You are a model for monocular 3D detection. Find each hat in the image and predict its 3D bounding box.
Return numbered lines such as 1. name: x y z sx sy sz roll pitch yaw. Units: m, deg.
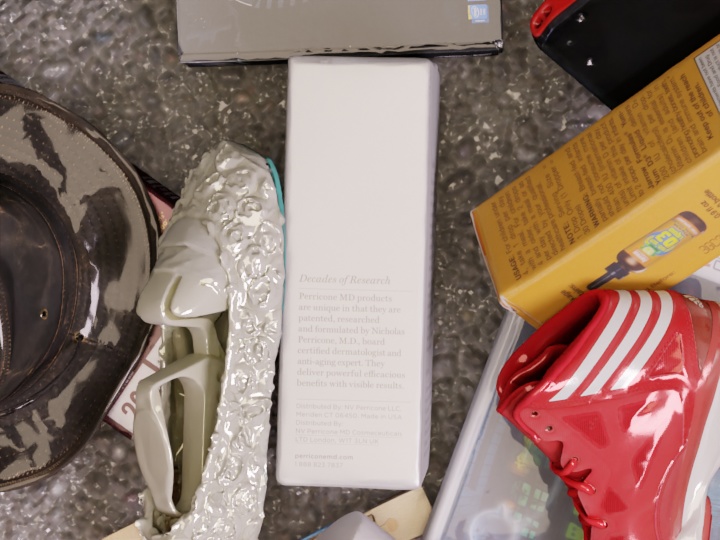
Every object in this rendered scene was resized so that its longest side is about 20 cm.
1. hat: -0.192 0.011 1.244 0.200 0.081 0.201 0 94 6

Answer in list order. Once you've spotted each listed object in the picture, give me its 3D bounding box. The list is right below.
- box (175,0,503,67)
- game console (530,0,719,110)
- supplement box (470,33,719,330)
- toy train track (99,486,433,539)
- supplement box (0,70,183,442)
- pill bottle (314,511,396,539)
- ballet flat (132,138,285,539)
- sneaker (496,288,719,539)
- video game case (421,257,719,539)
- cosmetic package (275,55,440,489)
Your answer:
1. box: -0.012 -0.202 1.307 0.160 0.044 0.201 -1 91 3
2. game console: 0.201 -0.115 1.237 0.177 0.031 0.200 -38 128 22
3. supplement box: 0.149 -0.047 1.219 0.200 0.067 0.069 -36 46 17
4. toy train track: -0.055 0.160 1.327 0.200 0.033 0.115 -26 90 -4
5. supplement box: -0.152 -0.014 1.310 0.200 0.061 0.109 34 94 2
6. pill bottle: 0.042 0.214 1.268 0.200 0.113 0.113 42 93 -8
7. ballet flat: -0.073 0.039 1.237 0.072 0.072 0.201 2 94 3
8. sneaker: 0.104 0.097 1.242 0.115 0.078 0.200 12 101 -16
9. video game case: 0.148 0.073 1.309 0.181 0.023 0.200 20 93 -3
10. cosmetic package: 0.000 0.000 1.283 0.071 0.101 0.201 2 91 3
